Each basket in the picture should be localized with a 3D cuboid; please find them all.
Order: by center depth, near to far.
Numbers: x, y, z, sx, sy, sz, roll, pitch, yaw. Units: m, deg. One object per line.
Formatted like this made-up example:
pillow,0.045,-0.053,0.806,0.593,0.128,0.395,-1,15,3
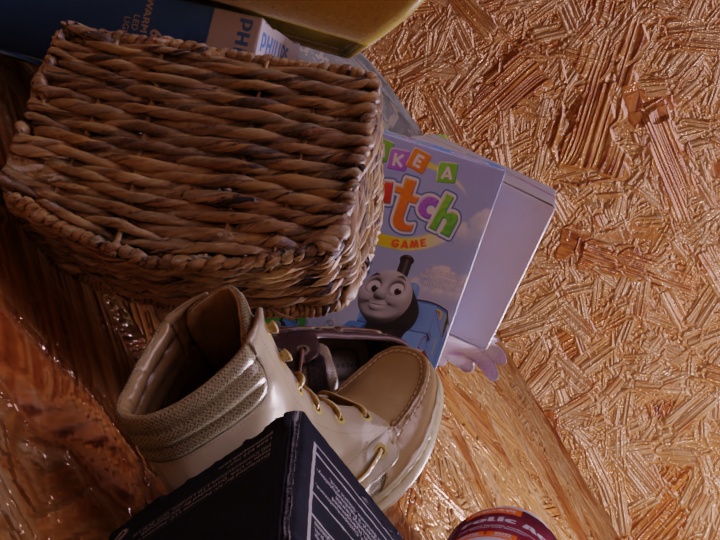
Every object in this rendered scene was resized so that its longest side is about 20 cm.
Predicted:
basket,-0.090,-0.035,0.676,0.149,0.199,0.143,90,11,-66

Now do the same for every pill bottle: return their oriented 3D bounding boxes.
pill bottle,0.118,0.266,0.988,0.115,0.114,0.200,59,9,7

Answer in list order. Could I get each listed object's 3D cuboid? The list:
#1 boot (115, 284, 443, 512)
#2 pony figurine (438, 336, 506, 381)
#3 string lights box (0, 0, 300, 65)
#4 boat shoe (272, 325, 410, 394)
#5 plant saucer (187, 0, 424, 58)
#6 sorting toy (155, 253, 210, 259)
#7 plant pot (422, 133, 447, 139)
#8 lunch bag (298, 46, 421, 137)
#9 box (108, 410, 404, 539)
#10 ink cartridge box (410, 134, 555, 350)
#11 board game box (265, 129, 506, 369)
boot,-0.035,0.067,0.617,0.073,0.200,0.156,8,-50,41
pony figurine,0.000,0.069,0.985,0.193,0.167,0.200,24,22,-47
string lights box,-0.150,-0.152,0.767,0.199,0.059,0.103,15,4,10
boat shoe,-0.043,0.065,0.723,0.199,0.072,0.073,-2,84,-49
plant saucer,-0.062,-0.185,0.766,0.199,0.049,0.200,14,5,-7
sorting toy,-0.158,-0.055,0.871,0.185,0.036,0.200,47,10,-50
plant pot,0.053,-0.053,1.537,0.200,0.199,0.194,6,64,-78
lunch bag,-0.070,-0.123,0.918,0.200,0.117,0.164,52,45,-20
box,-0.018,0.200,0.470,0.200,0.123,0.198,53,9,-15
ink cartridge box,0.077,-0.028,0.944,0.125,0.129,0.200,25,11,5
board game box,0.000,0.000,0.823,0.151,0.201,0.037,15,11,-18
